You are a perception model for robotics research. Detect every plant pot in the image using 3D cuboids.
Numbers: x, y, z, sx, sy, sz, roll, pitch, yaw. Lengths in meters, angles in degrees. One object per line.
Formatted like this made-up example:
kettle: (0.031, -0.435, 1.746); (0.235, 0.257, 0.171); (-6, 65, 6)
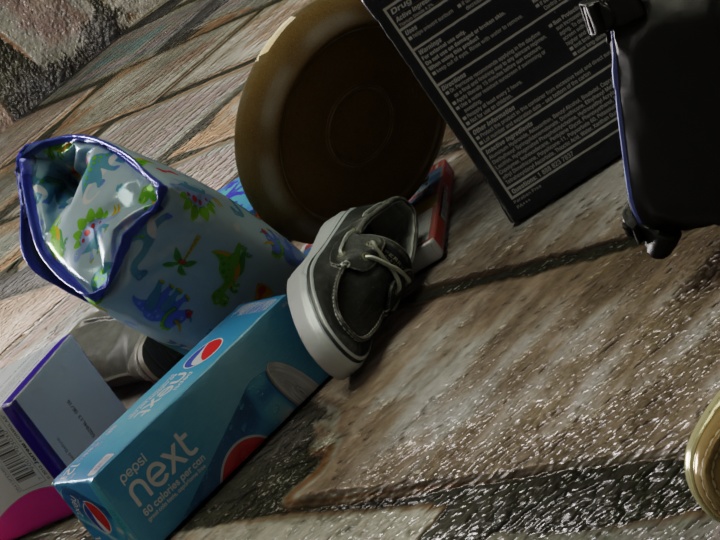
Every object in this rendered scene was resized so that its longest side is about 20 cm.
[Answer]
plant pot: (-0.005, -0.112, 1.757); (0.200, 0.200, 0.027); (-41, 39, -20)

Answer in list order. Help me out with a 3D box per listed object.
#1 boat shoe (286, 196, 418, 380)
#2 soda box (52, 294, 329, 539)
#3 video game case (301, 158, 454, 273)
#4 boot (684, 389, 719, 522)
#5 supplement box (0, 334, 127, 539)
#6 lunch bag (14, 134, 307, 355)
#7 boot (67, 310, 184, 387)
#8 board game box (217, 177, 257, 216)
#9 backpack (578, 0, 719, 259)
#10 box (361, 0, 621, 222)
boat shoe: (0.000, 0.000, 1.640); (0.071, 0.072, 0.200); (-33, 22, 22)
soda box: (-0.111, 0.104, 1.596); (0.200, 0.068, 0.064); (-44, 17, -30)
video game case: (0.006, -0.015, 1.812); (0.143, 0.017, 0.200); (-32, 15, 15)
boot: (0.233, 0.056, 0.959); (0.200, 0.073, 0.155); (-30, 12, 2)
supplement box: (-0.280, 0.144, 1.789); (0.200, 0.101, 0.103); (-25, 17, 34)
lunch bag: (-0.156, -0.020, 1.749); (0.128, 0.170, 0.200); (-56, 38, 4)
boot: (-0.160, 0.039, 1.946); (0.182, 0.073, 0.200); (-40, 8, -23)
board game box: (-0.071, -0.067, 2.097); (0.200, 0.045, 0.152); (-32, 15, 11)
backpack: (0.235, -0.130, 1.352); (0.147, 0.183, 0.200); (1, 28, 28)
box: (0.135, -0.180, 1.679); (0.200, 0.199, 0.123); (-32, 15, 9)
